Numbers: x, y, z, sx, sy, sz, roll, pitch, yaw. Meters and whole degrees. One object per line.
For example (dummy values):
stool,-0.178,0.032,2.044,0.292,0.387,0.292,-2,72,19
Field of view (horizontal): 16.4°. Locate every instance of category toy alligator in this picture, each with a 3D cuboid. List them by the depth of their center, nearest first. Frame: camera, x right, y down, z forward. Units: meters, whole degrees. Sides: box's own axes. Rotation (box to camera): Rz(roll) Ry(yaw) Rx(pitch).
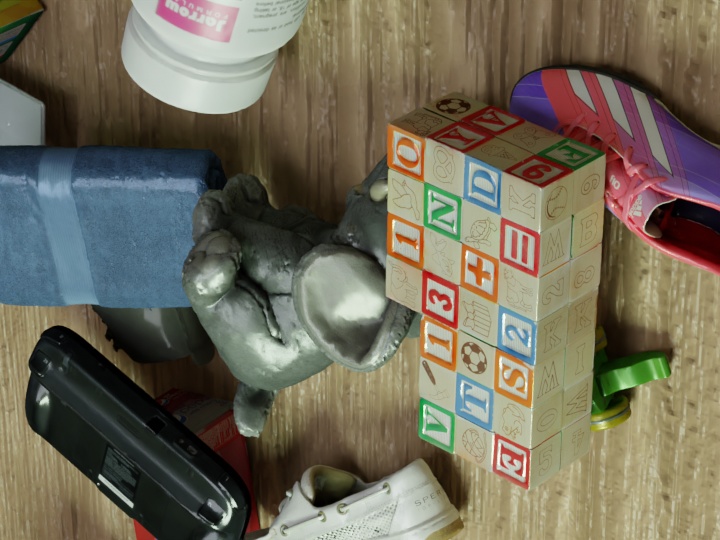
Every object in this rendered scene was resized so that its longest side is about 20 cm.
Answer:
toy alligator,0.099,0.073,1.535,0.199,0.054,0.060,-7,107,43

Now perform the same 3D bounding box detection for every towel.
towel,-0.176,-0.031,1.643,0.199,0.049,0.112,2,117,21

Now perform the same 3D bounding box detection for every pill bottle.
pill bottle,-0.077,-0.201,1.503,0.113,0.113,0.201,37,132,20

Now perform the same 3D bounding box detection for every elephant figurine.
elephant figurine,0.000,0.000,1.542,0.199,0.142,0.155,-4,139,25

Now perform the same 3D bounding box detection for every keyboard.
keyboard,-0.288,-0.129,1.781,0.200,0.011,0.057,29,123,36

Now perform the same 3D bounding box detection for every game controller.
game controller,-0.155,0.125,1.712,0.200,0.042,0.105,39,146,20

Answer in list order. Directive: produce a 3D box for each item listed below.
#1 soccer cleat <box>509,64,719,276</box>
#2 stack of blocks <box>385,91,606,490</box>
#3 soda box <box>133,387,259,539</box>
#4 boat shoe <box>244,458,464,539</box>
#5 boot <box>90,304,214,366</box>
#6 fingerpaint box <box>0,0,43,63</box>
soccer cleat,0.157,-0.055,1.404,0.200,0.073,0.068,31,129,25
stack of blocks,0.075,0.012,1.440,0.115,0.058,0.201,25,128,37
soda box,-0.115,0.189,1.774,0.070,0.063,0.201,11,117,37
boat shoe,-0.019,0.163,1.679,0.199,0.071,0.070,-17,96,38
boot,-0.198,0.002,1.745,0.199,0.077,0.139,5,120,40
fingerpaint box,-0.343,-0.190,1.676,0.167,0.200,0.073,52,136,5
